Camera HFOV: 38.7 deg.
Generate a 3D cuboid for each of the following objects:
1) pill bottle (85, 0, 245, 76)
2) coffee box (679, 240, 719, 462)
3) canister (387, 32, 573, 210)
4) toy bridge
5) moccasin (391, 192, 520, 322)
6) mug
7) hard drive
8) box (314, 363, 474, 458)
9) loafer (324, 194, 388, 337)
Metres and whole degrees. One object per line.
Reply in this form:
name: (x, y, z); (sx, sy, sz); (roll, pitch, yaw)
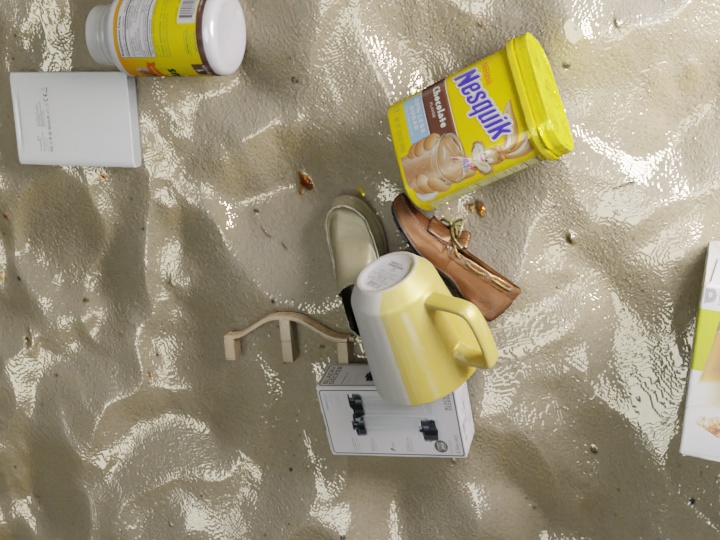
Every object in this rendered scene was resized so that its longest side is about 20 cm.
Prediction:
pill bottle: (-0.258, -0.311, 1.348); (0.196, 0.109, 0.111); (4, 106, 19)
coffee box: (0.472, 0.097, 1.142); (0.196, 0.200, 0.202); (8, 108, 18)
canister: (0.140, -0.173, 1.235); (0.198, 0.086, 0.151); (-23, 69, 26)
toy bridge: (-0.101, 0.094, 1.445); (0.196, 0.027, 0.069); (0, 104, 19)
moccasin: (0.120, -0.027, 1.308); (0.201, 0.074, 0.078); (45, 105, 7)
mug: (0.076, 0.058, 1.282); (0.184, 0.150, 0.155); (-15, 120, 19)
hard drive: (-0.410, -0.218, 1.474); (0.196, 0.026, 0.135); (3, 106, 19)
box: (0.047, 0.188, 1.386); (0.196, 0.060, 0.118); (-3, 118, 21)
loafer: (0.000, 0.000, 1.360); (0.074, 0.068, 0.203); (-13, 99, 22)
